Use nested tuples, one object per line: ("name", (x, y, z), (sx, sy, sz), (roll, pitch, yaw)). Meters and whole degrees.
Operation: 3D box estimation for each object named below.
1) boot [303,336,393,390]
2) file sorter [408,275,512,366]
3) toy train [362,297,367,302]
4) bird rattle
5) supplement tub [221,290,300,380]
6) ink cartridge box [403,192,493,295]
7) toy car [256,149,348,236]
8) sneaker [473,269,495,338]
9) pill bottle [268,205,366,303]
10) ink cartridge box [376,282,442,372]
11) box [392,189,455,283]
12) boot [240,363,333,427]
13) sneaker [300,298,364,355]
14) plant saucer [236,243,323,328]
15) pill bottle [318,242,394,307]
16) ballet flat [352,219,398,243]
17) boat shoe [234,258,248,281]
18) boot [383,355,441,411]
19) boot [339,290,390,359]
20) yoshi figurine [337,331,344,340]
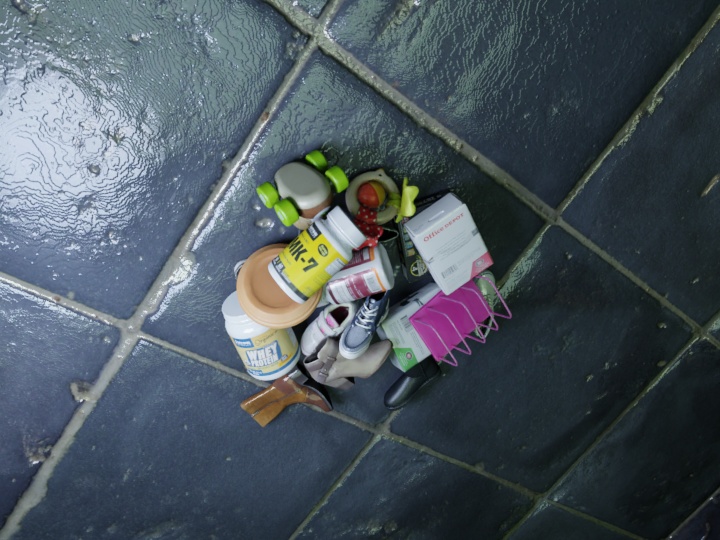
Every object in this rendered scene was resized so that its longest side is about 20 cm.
("boot", (-0.035, 0.208, 1.506), (0.200, 0.070, 0.146), (-45, 118, 8))
("file sorter", (0.252, 0.120, 1.525), (0.199, 0.125, 0.140), (-39, 107, -14))
("toy train", (0.000, 0.000, 1.547), (0.056, 0.042, 0.202), (-28, 123, -13))
("bird rattle", (0.033, -0.147, 1.417), (0.199, 0.164, 0.113), (-31, 163, -6))
("supplement tub", (-0.240, 0.149, 1.491), (0.143, 0.145, 0.202), (-22, 122, -4))
("ink cartridge box", (0.215, -0.065, 1.494), (0.146, 0.083, 0.201), (-34, 123, 0))
("toy car", (-0.111, -0.134, 1.383), (0.164, 0.158, 0.201), (-35, 140, -15))
("sneaker", (0.341, 0.094, 1.685), (0.072, 0.071, 0.202), (-10, 121, -12))
("pill bottle", (-0.089, -0.036, 1.309), (0.200, 0.114, 0.114), (-43, 122, 4))
("ink cartridge box", (0.151, 0.143, 1.601), (0.199, 0.083, 0.148), (-30, 104, -14))
("box", (0.170, -0.084, 1.546), (0.160, 0.049, 0.202), (-19, 122, -11))
("boot", (-0.194, 0.368, 1.674), (0.199, 0.069, 0.188), (-39, 122, 7))
("sneaker", (-0.079, 0.133, 1.523), (0.081, 0.088, 0.200), (43, 95, 10))
("plant saucer", (-0.184, 0.029, 1.392), (0.198, 0.202, 0.038), (-19, 160, -6))
("pill bottle", (-0.029, 0.016, 1.457), (0.198, 0.115, 0.115), (-17, 124, 13))
("ballet flat", (0.002, -0.088, 1.457), (0.198, 0.057, 0.067), (-13, 110, -32))
("boat shoe", (-0.200, -0.006, 1.467), (0.197, 0.060, 0.075), (-8, 115, -14))
("boot", (0.120, 0.279, 1.714), (0.199, 0.076, 0.169), (-35, 126, -4))
("boot", (0.011, 0.114, 1.472), (0.072, 0.201, 0.091), (21, 136, 14))
("yoshi figurine", (-0.027, 0.192, 1.613), (0.111, 0.112, 0.202), (-5, 118, -33))
